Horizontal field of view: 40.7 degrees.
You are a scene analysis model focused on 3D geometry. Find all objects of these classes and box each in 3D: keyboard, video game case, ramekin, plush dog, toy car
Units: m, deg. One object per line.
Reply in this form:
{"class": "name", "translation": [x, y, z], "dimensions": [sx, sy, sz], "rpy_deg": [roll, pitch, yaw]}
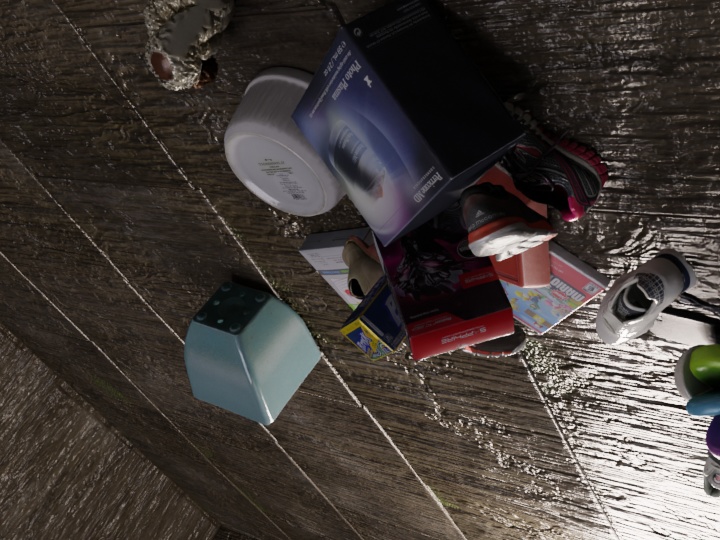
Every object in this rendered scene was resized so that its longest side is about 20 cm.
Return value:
{"class": "keyboard", "translation": [0.459, 0.071, 1.225], "dimensions": [0.199, 0.021, 0.127], "rpy_deg": [14, 154, 29]}
{"class": "video game case", "translation": [0.241, 0.016, 1.360], "dimensions": [0.143, 0.017, 0.200], "rpy_deg": [33, 153, -2]}
{"class": "ramekin", "translation": [-0.089, -0.164, 1.306], "dimensions": [0.200, 0.105, 0.200], "rpy_deg": [24, 151, 14]}
{"class": "plush dog", "translation": [-0.213, -0.319, 1.181], "dimensions": [0.201, 0.160, 0.172], "rpy_deg": [65, 162, -4]}
{"class": "toy car", "translation": [0.484, 0.175, 1.196], "dimensions": [0.200, 0.150, 0.175], "rpy_deg": [34, 158, -14]}

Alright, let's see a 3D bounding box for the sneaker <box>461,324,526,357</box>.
{"class": "sneaker", "translation": [0.160, 0.068, 1.470], "dimensions": [0.199, 0.077, 0.082], "rpy_deg": [16, 125, 2]}

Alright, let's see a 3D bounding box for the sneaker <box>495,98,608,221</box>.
{"class": "sneaker", "translation": [0.184, -0.131, 1.113], "dimensions": [0.200, 0.075, 0.081], "rpy_deg": [28, 153, 10]}

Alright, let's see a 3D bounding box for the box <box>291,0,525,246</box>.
{"class": "box", "translation": [0.045, -0.163, 1.083], "dimensions": [0.199, 0.123, 0.200], "rpy_deg": [54, 153, 5]}

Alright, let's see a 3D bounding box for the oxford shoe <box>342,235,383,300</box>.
{"class": "oxford shoe", "translation": [0.000, 0.000, 1.385], "dimensions": [0.070, 0.075, 0.200], "rpy_deg": [39, 176, -14]}

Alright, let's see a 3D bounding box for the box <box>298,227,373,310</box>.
{"class": "box", "translation": [0.015, 0.016, 1.567], "dimensions": [0.156, 0.041, 0.200], "rpy_deg": [-3, 138, 48]}

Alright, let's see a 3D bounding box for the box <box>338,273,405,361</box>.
{"class": "box", "translation": [0.062, 0.020, 1.250], "dimensions": [0.064, 0.200, 0.070], "rpy_deg": [42, 152, -7]}

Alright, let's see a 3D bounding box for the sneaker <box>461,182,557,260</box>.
{"class": "sneaker", "translation": [0.164, -0.063, 1.090], "dimensions": [0.077, 0.082, 0.200], "rpy_deg": [-26, 169, 18]}

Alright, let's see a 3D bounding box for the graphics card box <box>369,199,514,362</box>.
{"class": "graphics card box", "translation": [0.094, 0.003, 1.166], "dimensions": [0.125, 0.200, 0.051], "rpy_deg": [-16, 139, -1]}

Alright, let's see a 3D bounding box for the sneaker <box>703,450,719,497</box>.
{"class": "sneaker", "translation": [0.539, 0.270, 1.399], "dimensions": [0.074, 0.089, 0.200], "rpy_deg": [22, 150, 22]}

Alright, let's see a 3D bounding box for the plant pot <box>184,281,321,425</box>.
{"class": "plant pot", "translation": [-0.223, 0.138, 1.863], "dimensions": [0.196, 0.196, 0.200], "rpy_deg": [15, 140, 29]}

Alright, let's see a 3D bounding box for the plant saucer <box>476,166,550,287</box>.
{"class": "plant saucer", "translation": [0.150, -0.062, 1.278], "dimensions": [0.199, 0.037, 0.200], "rpy_deg": [22, 149, 28]}

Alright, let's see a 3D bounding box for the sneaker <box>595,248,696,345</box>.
{"class": "sneaker", "translation": [0.337, 0.045, 1.220], "dimensions": [0.076, 0.080, 0.200], "rpy_deg": [48, 152, 16]}
